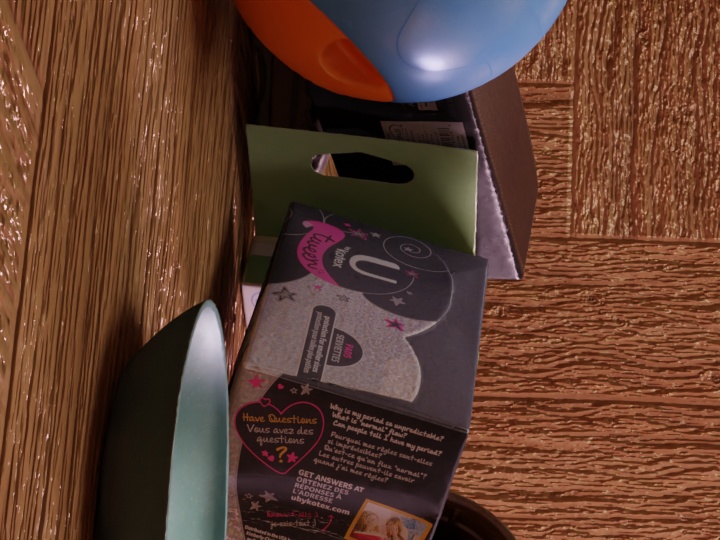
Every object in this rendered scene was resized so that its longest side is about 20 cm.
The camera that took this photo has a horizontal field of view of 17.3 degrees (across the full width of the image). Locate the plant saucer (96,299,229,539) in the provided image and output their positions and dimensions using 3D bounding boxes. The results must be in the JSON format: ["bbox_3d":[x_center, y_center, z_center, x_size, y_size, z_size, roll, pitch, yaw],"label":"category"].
[{"bbox_3d":[-0.086,0.112,1.032,0.200,0.036,0.202,3,90,-86],"label":"plant saucer"}]

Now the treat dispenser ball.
[{"bbox_3d":[0.021,-0.189,1.247,0.201,0.199,0.203,2,90,-86],"label":"treat dispenser ball"}]

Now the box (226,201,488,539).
[{"bbox_3d":[-0.007,0.065,1.337,0.200,0.131,0.115,-77,-176,-63],"label":"box"}]

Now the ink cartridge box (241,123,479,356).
[{"bbox_3d":[0.000,0.000,1.445,0.201,0.144,0.048,87,12,-54],"label":"ink cartridge box"}]

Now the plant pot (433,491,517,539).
[{"bbox_3d":[0.041,0.307,2.055,0.198,0.199,0.202,108,-14,-72],"label":"plant pot"}]

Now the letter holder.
[{"bbox_3d":[0.046,-0.112,1.445,0.201,0.100,0.143,70,27,-47],"label":"letter holder"}]

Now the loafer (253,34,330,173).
[{"bbox_3d":[-0.034,-0.115,1.484,0.072,0.062,0.201,-83,174,-57],"label":"loafer"}]
